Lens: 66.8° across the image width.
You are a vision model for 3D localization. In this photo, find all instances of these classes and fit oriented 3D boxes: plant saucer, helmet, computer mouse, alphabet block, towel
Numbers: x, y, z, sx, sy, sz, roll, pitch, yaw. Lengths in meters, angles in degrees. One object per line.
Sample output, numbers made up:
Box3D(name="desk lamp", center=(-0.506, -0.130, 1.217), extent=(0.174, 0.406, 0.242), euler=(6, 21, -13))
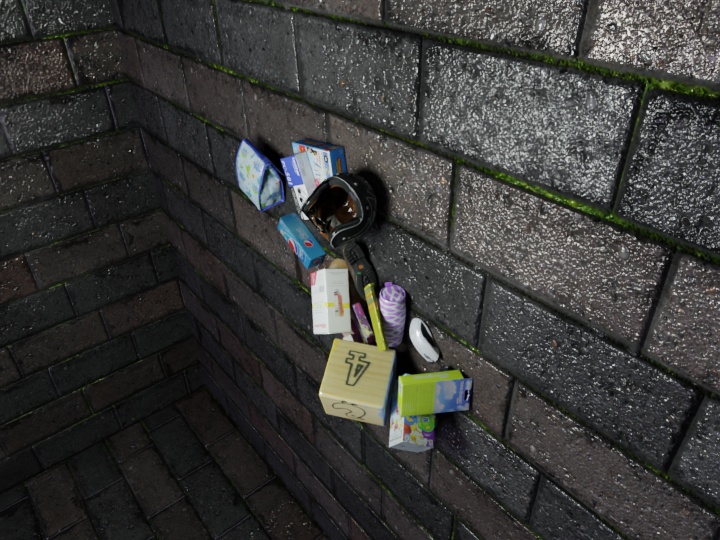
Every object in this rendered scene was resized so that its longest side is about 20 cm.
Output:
Box3D(name="plant saucer", center=(-0.059, 0.059, 1.848), extent=(0.200, 0.035, 0.200), euler=(35, 138, 38))
Box3D(name="helmet", center=(-0.047, -0.175, 1.520), extent=(0.200, 0.191, 0.200), euler=(49, 179, 1))
Box3D(name="computer mouse", center=(0.191, 0.235, 1.594), extent=(0.200, 0.044, 0.110), euler=(62, 150, 4))
Box3D(name="alphabet block", center=(-0.001, 0.351, 1.712), extent=(0.200, 0.197, 0.195), euler=(9, 148, 11))
Box3D(name="towel", center=(0.047, 0.140, 1.625), extent=(0.086, 0.018, 0.200), euler=(131, 127, -75))

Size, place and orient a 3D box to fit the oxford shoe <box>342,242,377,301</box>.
Box3D(name="oxford shoe", center=(0.000, 0.000, 1.705), extent=(0.084, 0.073, 0.200), euler=(-142, 31, -74))

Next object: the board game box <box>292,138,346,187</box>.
Box3D(name="board game box", center=(-0.118, -0.289, 1.670), extent=(0.196, 0.056, 0.200), euler=(26, 132, 46))

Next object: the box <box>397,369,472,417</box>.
Box3D(name="box", center=(0.207, 0.345, 1.534), extent=(0.048, 0.200, 0.122), euler=(-108, 16, -60))

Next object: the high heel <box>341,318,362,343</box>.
Box3D(name="high heel", center=(-0.054, 0.173, 1.854), extent=(0.096, 0.067, 0.200), euler=(24, -136, -69))

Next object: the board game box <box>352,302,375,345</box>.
Box3D(name="board game box", center=(0.014, 0.195, 1.756), extent=(0.120, 0.032, 0.200), euler=(61, 171, 25))

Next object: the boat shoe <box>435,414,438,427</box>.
Box3D(name="boat shoe", center=(0.210, 0.468, 1.716), extent=(0.074, 0.067, 0.200), euler=(-101, 30, -55))

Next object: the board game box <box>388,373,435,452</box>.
Box3D(name="board game box", center=(0.156, 0.426, 1.628), extent=(0.105, 0.103, 0.200), euler=(130, 151, -57))

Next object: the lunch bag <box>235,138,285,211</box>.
Box3D(name="lunch bag", center=(-0.354, -0.341, 1.917), extent=(0.170, 0.127, 0.200), euler=(45, 153, 29))

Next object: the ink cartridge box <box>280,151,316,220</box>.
Box3D(name="ink cartridge box", center=(-0.178, -0.258, 1.683), extent=(0.094, 0.044, 0.200), euler=(2, 113, 54))

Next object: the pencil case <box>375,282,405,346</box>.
Box3D(name="pencil case", center=(0.093, 0.139, 1.643), extent=(0.086, 0.084, 0.200), euler=(-101, 12, -52))

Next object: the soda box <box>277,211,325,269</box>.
Box3D(name="soda box", center=(-0.209, -0.106, 1.922), extent=(0.200, 0.068, 0.064), euler=(53, 146, 18))

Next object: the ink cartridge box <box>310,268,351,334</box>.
Box3D(name="ink cartridge box", center=(-0.096, 0.100, 1.740), extent=(0.145, 0.083, 0.200), euler=(166, 102, -66))
